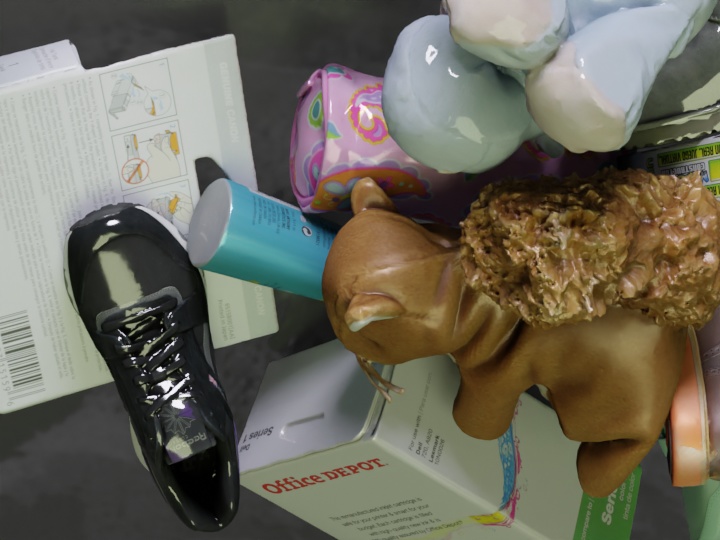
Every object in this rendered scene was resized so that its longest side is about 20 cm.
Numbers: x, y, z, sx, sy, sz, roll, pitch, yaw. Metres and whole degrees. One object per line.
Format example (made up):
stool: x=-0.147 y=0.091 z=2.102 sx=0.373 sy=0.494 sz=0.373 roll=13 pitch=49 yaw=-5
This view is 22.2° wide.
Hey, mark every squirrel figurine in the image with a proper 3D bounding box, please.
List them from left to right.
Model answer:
squirrel figurine: x=0.080 y=0.002 z=0.941 sx=0.185 sy=0.143 sz=0.200 roll=18 pitch=144 yaw=-12

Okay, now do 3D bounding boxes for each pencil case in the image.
pencil case: x=0.061 y=-0.066 z=1.025 sx=0.198 sy=0.088 sz=0.088 roll=4 pitch=120 yaw=-15

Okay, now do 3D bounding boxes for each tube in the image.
tube: x=0.000 y=0.000 z=1.042 sx=0.199 sy=0.078 sz=0.051 roll=18 pitch=111 yaw=-27

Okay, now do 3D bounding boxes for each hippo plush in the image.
hippo plush: x=0.080 y=-0.132 z=0.889 sx=0.200 sy=0.160 sz=0.160 roll=-36 pitch=96 yaw=-36

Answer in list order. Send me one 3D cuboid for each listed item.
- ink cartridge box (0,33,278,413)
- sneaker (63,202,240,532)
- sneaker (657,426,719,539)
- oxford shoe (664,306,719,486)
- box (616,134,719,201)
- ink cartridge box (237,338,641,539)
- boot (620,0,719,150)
ink cartridge box: x=-0.144 y=-0.032 z=1.026 sx=0.172 sy=0.044 sz=0.202 roll=-16 pitch=124 yaw=-14
sneaker: x=-0.103 y=0.057 z=1.016 sx=0.075 sy=0.088 sz=0.201 roll=-23 pitch=125 yaw=-8
sneaker: x=0.167 y=0.080 z=1.095 sx=0.117 sy=0.074 sz=0.203 roll=-4 pitch=79 yaw=-8
oxford shoe: x=0.203 y=0.035 z=1.010 sx=0.072 sy=0.201 sz=0.072 roll=-1 pitch=139 yaw=8
box: x=0.251 y=-0.058 z=1.011 sx=0.198 sy=0.110 sz=0.035 roll=-6 pitch=88 yaw=-34
ink cartridge box: x=0.045 y=0.120 z=1.094 sx=0.199 sy=0.085 sz=0.144 roll=33 pitch=148 yaw=-27
boot: x=0.173 y=-0.174 z=0.951 sx=0.180 sy=0.073 sz=0.202 roll=-15 pitch=99 yaw=14
